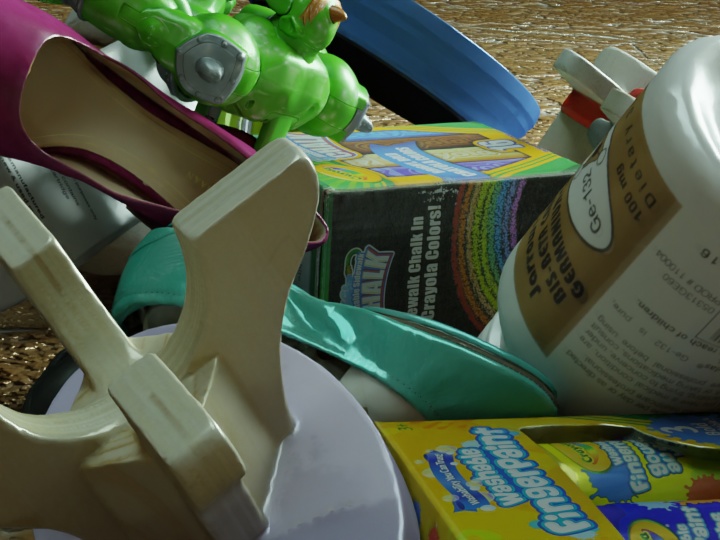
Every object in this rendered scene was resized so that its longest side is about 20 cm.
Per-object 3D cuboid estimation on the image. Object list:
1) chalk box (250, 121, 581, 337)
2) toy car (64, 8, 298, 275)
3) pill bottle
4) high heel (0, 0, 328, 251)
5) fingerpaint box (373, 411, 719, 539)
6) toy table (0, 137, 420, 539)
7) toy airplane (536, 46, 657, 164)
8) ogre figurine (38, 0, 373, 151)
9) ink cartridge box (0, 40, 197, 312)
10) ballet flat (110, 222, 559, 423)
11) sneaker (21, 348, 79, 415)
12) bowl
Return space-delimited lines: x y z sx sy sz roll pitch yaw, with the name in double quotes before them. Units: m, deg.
"chalk box" 0.000 0.000 0.968 0.198 0.126 0.124 -4 17 -26
"toy car" -0.111 -0.059 1.145 0.198 0.177 0.150 14 -30 -15
"pill bottle" 0.122 0.009 0.795 0.113 0.200 0.115 18 46 -19
"high heel" -0.098 -0.063 0.812 0.096 0.068 0.200 7 -18 41
"fingerpaint box" 0.104 0.113 0.668 0.165 0.074 0.200 -1 15 -13
"toy table" -0.069 0.052 0.665 0.184 0.118 0.199 -46 42 -19
"toy airplane" 0.178 -0.040 0.997 0.198 0.143 0.199 17 -6 -18
"ogre figurine" -0.066 -0.109 0.914 0.120 0.098 0.200 39 -5 28
"ink cartridge box" -0.175 -0.034 0.932 0.144 0.084 0.200 -25 9 26
"ballet flat" -0.019 0.044 0.784 0.199 0.068 0.071 22 60 21
"sneaker" -0.049 0.062 0.844 0.198 0.077 0.091 -6 27 -15
"bowl" 0.017 -0.133 1.173 0.200 0.040 0.201 32 -2 1
